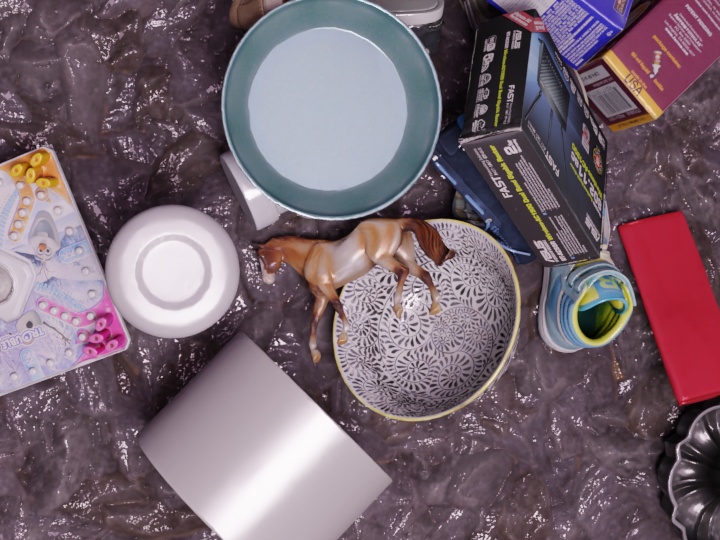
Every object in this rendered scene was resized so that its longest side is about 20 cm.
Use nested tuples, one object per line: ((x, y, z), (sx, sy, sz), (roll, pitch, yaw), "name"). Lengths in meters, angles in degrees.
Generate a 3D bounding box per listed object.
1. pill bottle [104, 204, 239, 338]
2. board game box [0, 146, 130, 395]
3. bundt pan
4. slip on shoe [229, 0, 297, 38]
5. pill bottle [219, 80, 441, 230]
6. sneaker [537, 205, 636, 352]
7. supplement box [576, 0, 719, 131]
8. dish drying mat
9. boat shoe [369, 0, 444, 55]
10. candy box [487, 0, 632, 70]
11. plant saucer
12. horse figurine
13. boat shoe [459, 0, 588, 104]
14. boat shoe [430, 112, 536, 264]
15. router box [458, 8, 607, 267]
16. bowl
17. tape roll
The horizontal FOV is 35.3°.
((-0.172, -0.001, 1.023), (0.112, 0.200, 0.113), (0, 92, -11), "pill bottle")
((-0.339, 0.013, 1.045), (0.200, 0.026, 0.200), (-20, 95, 11), "board game box")
((0.404, 0.221, 1.204), (0.201, 0.076, 0.202), (0, 91, -12), "bundt pan")
((-0.065, -0.296, 1.080), (0.060, 0.076, 0.200), (3, 55, 24), "slip on shoe")
((-0.029, -0.119, 1.093), (0.200, 0.112, 0.112), (-27, 96, -9), "pill bottle")
((0.233, -0.014, 1.138), (0.079, 0.131, 0.201), (0, 90, -10), "sneaker")
((0.322, -0.244, 1.159), (0.200, 0.110, 0.086), (-44, 98, -7), "supplement box")
((0.334, 0.038, 1.182), (0.077, 0.018, 0.200), (-12, 73, -10), "dish drying mat")
((-0.017, -0.238, 1.115), (0.199, 0.076, 0.060), (3, 132, 4), "boat shoe")
((0.174, -0.319, 1.106), (0.200, 0.077, 0.169), (36, 49, -11), "candy box")
((-0.027, -0.145, 1.017), (0.199, 0.036, 0.201), (-1, 93, -12), "plant saucer")
((0.000, 0.000, 1.093), (0.200, 0.050, 0.133), (-24, 64, 17), "horse figurine")
((0.159, -0.224, 1.141), (0.072, 0.065, 0.200), (-31, 94, 21), "boat shoe")
((0.118, -0.074, 1.121), (0.069, 0.084, 0.200), (-30, 127, 6), "boat shoe")
((0.168, -0.120, 1.059), (0.200, 0.062, 0.150), (48, 43, -42), "router box")
((0.081, 0.059, 1.112), (0.094, 0.200, 0.201), (34, 83, -54), "bowl")
((-0.088, 0.173, 1.045), (0.139, 0.203, 0.203), (-45, 99, -8), "tape roll")
